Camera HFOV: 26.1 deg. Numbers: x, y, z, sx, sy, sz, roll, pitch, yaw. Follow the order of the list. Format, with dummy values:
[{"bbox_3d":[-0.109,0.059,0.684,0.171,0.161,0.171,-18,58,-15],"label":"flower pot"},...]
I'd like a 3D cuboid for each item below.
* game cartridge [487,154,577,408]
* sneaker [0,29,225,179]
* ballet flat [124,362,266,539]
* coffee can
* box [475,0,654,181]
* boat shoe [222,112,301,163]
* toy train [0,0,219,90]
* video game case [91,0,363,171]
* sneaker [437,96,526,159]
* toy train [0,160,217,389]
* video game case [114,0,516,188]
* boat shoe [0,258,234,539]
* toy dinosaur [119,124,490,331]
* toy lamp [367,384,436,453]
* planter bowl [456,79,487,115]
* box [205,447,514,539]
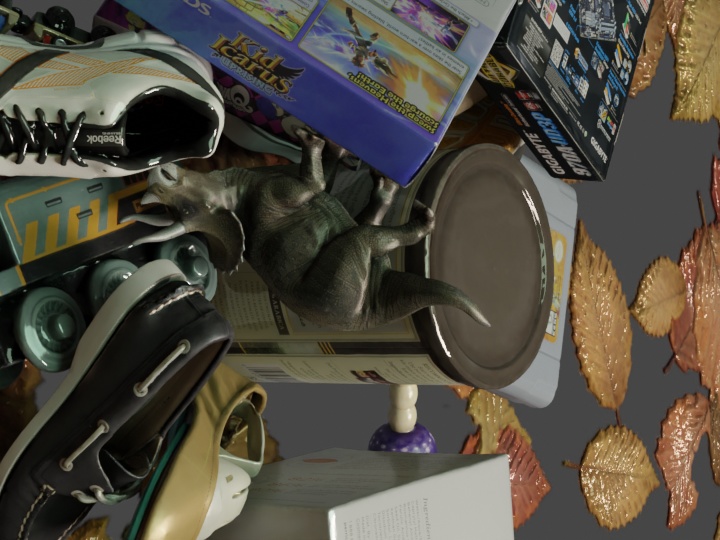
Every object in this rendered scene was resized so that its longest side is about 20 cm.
[{"bbox_3d":[0.128,0.004,1.291,0.133,0.041,0.200,27,67,-54],"label":"game cartridge"},{"bbox_3d":[-0.164,-0.082,0.803,0.200,0.080,0.074,-12,124,-19],"label":"sneaker"},{"bbox_3d":[-0.088,0.110,0.900,0.200,0.063,0.069,-81,-166,-63],"label":"ballet flat"},{"bbox_3d":[0.000,0.000,0.978,0.146,0.200,0.147,3,86,-54],"label":"coffee can"},{"bbox_3d":[0.138,-0.175,1.075,0.200,0.046,0.159,41,62,-54],"label":"box"},{"bbox_3d":[-0.034,-0.108,1.032,0.200,0.066,0.070,30,38,-50],"label":"boat shoe"},{"bbox_3d":[-0.165,-0.118,0.859,0.200,0.034,0.046,22,58,-31],"label":"toy train"},{"bbox_3d":[-0.043,-0.177,0.971,0.036,0.181,0.200,111,6,-57],"label":"video game case"},{"bbox_3d":[0.075,-0.052,1.190,0.200,0.076,0.088,-56,144,-17],"label":"sneaker"},{"bbox_3d":[-0.164,-0.010,0.866,0.200,0.085,0.114,-26,97,-49],"label":"toy train"},{"bbox_3d":[-0.018,-0.165,0.881,0.200,0.045,0.181,33,47,-4],"label":"video game case"},{"bbox_3d":[-0.134,0.088,0.827,0.200,0.060,0.074,-56,160,18],"label":"boat shoe"},{"bbox_3d":[-0.021,-0.014,0.862,0.102,0.200,0.077,-57,180,8],"label":"toy dinosaur"},{"bbox_3d":[0.033,0.042,1.100,0.058,0.058,0.200,-30,126,-50],"label":"toy lamp"},{"bbox_3d":[0.054,-0.199,1.118,0.200,0.135,0.201,3,87,-54],"label":"planter bowl"},{"bbox_3d":[-0.015,0.181,0.989,0.200,0.152,0.107,-5,92,-53],"label":"box"}]
